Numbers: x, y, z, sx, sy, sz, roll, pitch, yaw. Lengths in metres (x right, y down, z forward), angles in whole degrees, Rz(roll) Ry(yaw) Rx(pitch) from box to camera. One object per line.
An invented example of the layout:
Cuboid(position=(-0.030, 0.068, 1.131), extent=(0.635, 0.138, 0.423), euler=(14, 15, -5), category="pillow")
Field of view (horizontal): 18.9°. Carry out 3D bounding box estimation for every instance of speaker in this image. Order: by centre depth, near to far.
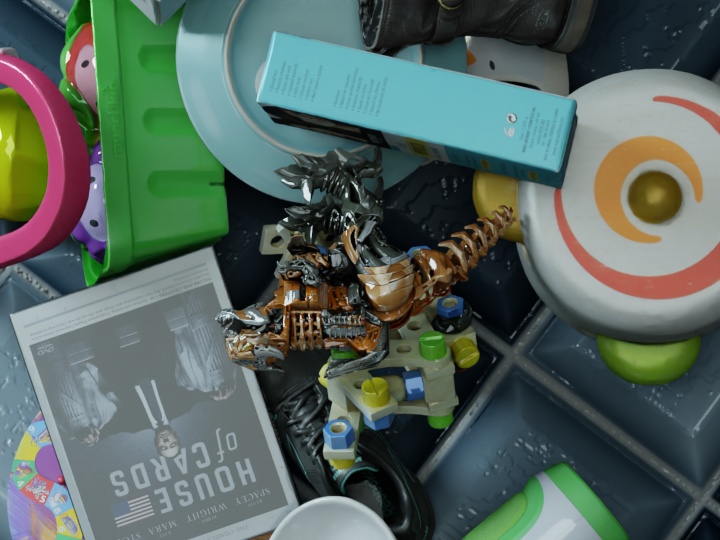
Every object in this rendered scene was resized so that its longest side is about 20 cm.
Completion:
Cuboid(position=(0.086, 0.222, 1.478), extent=(0.200, 0.088, 0.088), euler=(-40, 83, -2), category="speaker")

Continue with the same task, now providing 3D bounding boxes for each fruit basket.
Cuboid(position=(-0.204, -0.090, 1.513), extent=(0.215, 0.155, 0.216), euler=(2, 81, -14), category="fruit basket")

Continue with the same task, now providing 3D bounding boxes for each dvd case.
Cuboid(position=(-0.140, 0.101, 1.487), extent=(0.150, 0.025, 0.201), euler=(-19, 89, -1), category="dvd case")

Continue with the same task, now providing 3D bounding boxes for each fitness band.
Cuboid(position=(-0.264, -0.070, 1.472), extent=(0.200, 0.037, 0.144), euler=(-15, 91, 36), category="fitness band")

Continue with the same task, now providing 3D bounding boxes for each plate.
Cuboid(position=(-0.025, -0.144, 1.464), extent=(0.199, 0.026, 0.201), euler=(0, 95, -5), category="plate")

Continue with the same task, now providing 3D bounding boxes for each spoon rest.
Cuboid(position=(-0.048, 0.237, 1.462), extent=(0.099, 0.061, 0.200), euler=(46, 111, 13), category="spoon rest")

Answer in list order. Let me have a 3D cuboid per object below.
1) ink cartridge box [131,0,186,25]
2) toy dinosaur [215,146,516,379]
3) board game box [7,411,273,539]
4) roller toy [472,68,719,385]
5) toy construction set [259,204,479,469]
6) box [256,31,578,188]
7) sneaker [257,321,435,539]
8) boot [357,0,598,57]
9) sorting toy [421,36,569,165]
Cuboid(position=(-0.117, -0.284, 1.424), extent=(0.145, 0.084, 0.200), euler=(43, 83, 1), category="ink cartridge box")
Cuboid(position=(0.000, 0.000, 1.415), extent=(0.200, 0.102, 0.136), euler=(-11, 64, -29), category="toy dinosaur")
Cuboid(position=(-0.154, 0.159, 1.522), extent=(0.199, 0.039, 0.159), euler=(-3, 83, 2), category="board game box")
Cuboid(position=(0.195, -0.043, 1.477), extent=(0.182, 0.140, 0.200), euler=(-43, 82, -3), category="roller toy")
Cuboid(position=(0.007, 0.039, 1.482), extent=(0.131, 0.092, 0.200), euler=(-17, 52, -10), category="toy construction set")
Cuboid(position=(0.038, -0.103, 1.396), extent=(0.199, 0.082, 0.049), euler=(13, 86, 8), category="box")
Cuboid(position=(-0.016, 0.113, 1.502), extent=(0.075, 0.079, 0.200), euler=(-40, 81, -2), category="sneaker")
Cuboid(position=(0.080, -0.232, 1.435), extent=(0.174, 0.069, 0.201), euler=(2, 97, -28), category="boot")
Cuboid(position=(0.062, -0.175, 1.525), extent=(0.199, 0.107, 0.181), euler=(-20, 90, 1), category="sorting toy")
